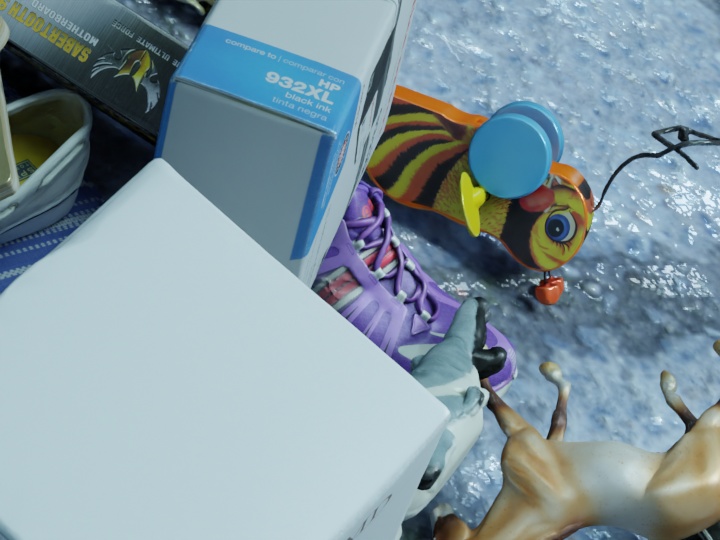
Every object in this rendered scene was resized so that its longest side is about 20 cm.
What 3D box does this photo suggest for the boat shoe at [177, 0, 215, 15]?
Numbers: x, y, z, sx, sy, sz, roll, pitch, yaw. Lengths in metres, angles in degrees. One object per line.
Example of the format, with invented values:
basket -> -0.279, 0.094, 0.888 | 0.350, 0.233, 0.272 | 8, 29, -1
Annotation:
boat shoe -> -0.116, -0.199, 1.557 | 0.200, 0.063, 0.073 | 40, 27, 0

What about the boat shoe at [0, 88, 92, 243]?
boat shoe -> -0.199, -0.041, 1.271 | 0.075, 0.086, 0.202 | 42, 43, 18

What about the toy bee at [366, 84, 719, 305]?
toy bee -> 0.088, -0.038, 1.483 | 0.199, 0.109, 0.131 | 15, 14, 31

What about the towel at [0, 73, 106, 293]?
towel -> -0.211, -0.043, 1.352 | 0.144, 0.024, 0.200 | -18, 58, -41

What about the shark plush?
shark plush -> 0.021, 0.059, 1.282 | 0.083, 0.091, 0.200 | 34, 51, 8

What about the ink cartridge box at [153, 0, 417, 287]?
ink cartridge box -> -0.036, -0.080, 1.285 | 0.083, 0.146, 0.200 | 18, 40, 4

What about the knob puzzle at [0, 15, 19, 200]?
knob puzzle -> -0.252, -0.072, 1.243 | 0.218, 0.031, 0.221 | -12, 53, 15

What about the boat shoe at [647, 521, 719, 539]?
boat shoe -> 0.191, 0.184, 1.327 | 0.063, 0.071, 0.201 | -6, 53, -39

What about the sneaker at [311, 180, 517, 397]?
sneaker -> 0.000, 0.000, 1.389 | 0.200, 0.084, 0.081 | 35, 39, 4

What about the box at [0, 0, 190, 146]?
box -> -0.165, -0.132, 1.380 | 0.199, 0.048, 0.158 | 33, -2, 2

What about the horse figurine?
horse figurine -> 0.131, 0.096, 1.331 | 0.199, 0.050, 0.133 | 1, 49, 1

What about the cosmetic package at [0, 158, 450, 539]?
cosmetic package -> -0.090, 0.099, 1.096 | 0.166, 0.200, 0.167 | 41, 64, 11
